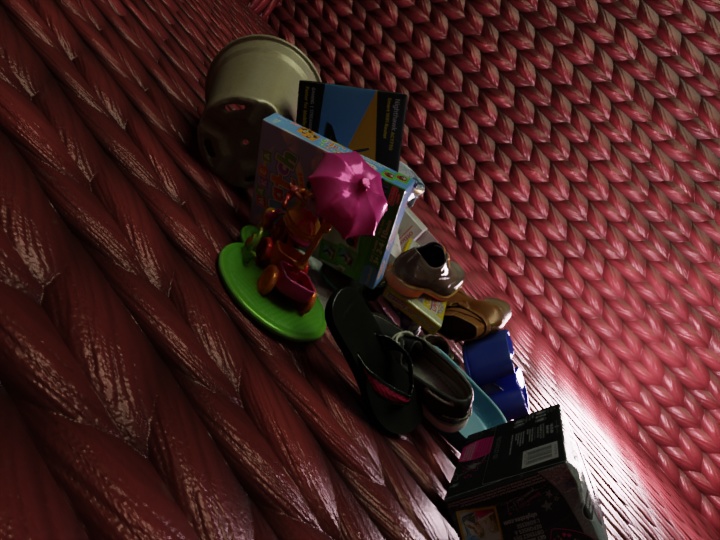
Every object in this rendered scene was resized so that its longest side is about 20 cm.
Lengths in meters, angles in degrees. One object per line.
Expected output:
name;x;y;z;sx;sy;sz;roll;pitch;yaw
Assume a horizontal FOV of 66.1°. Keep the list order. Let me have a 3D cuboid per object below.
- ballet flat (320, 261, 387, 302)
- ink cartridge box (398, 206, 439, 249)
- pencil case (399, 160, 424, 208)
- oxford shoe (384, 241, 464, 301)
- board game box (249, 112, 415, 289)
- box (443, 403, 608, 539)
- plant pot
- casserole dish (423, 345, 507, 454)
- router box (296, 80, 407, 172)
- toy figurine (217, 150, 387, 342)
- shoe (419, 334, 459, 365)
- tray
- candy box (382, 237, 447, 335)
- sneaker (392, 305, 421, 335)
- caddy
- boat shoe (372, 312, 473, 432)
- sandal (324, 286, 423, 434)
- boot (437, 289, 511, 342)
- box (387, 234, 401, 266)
ballet flat;0.000;0.000;0.817;0.068;0.068;0.200;52;7;15
ink cartridge box;0.060;-0.089;1.175;0.200;0.116;0.068;48;16;7
pencil case;0.013;-0.084;0.871;0.090;0.201;0.084;19;30;-41
oxford shoe;0.120;-0.002;0.857;0.198;0.073;0.072;-3;49;-54
board game box;-0.044;-0.086;0.700;0.197;0.153;0.037;28;39;14
box;0.183;0.242;0.596;0.117;0.130;0.200;67;17;5
plant pot;-0.157;-0.223;0.827;0.200;0.200;0.185;39;28;-23
casserole dish;0.135;0.194;0.771;0.200;0.039;0.121;44;30;-7
router box;-0.019;-0.149;0.769;0.146;0.204;0.051;7;18;1
toy figurine;-0.050;-0.055;0.623;0.149;0.185;0.201;30;22;-30
shoe;0.122;0.139;0.884;0.070;0.053;0.199;55;17;28
tray;-0.078;-0.010;0.772;0.107;0.022;0.201;25;27;-53
candy box;0.099;0.019;0.910;0.102;0.026;0.200;39;28;-4
sneaker;0.072;0.053;0.972;0.082;0.082;0.201;18;21;-7
caddy;0.220;0.183;0.950;0.200;0.103;0.144;-19;91;-74
boat shoe;0.064;0.112;0.700;0.073;0.061;0.200;-22;52;-29
sandal;0.026;0.105;0.600;0.202;0.044;0.076;61;40;-26
boot;0.153;0.081;0.976;0.154;0.197;0.075;-16;99;-53
box;0.016;-0.083;1.028;0.144;0.036;0.201;44;18;-16
